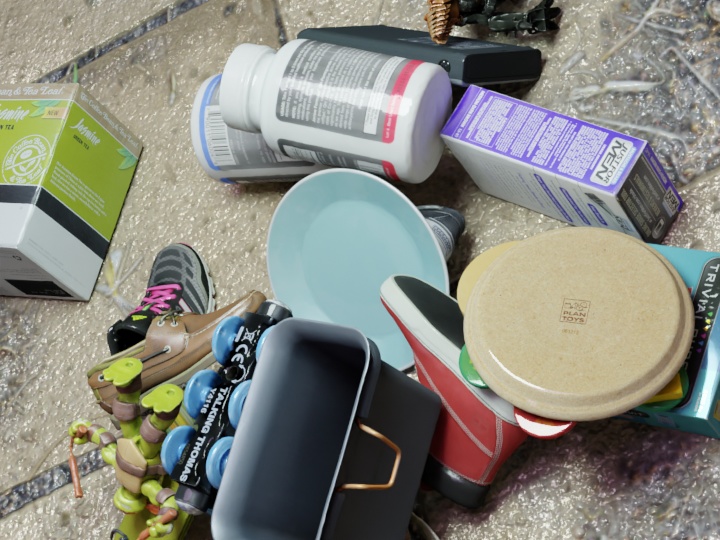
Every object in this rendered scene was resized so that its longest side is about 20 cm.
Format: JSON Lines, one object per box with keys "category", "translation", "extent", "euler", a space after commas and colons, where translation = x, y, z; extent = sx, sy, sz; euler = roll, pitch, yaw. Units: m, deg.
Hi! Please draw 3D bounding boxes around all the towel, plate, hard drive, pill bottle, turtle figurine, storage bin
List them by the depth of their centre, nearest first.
{"category": "storage bin", "translation": [-0.010, 0.157, 1.529], "extent": [0.145, 0.134, 0.201], "euler": [7, 77, 43]}
{"category": "turtle figurine", "translation": [-0.196, 0.171, 1.671], "extent": [0.200, 0.064, 0.162], "euler": [42, 133, 38]}
{"category": "pill bottle", "translation": [-0.025, -0.152, 1.697], "extent": [0.199, 0.111, 0.111], "euler": [13, 70, 20]}
{"category": "towel", "translation": [-0.178, 0.211, 1.710], "extent": [0.086, 0.018, 0.201], "euler": [48, 120, 43]}
{"category": "plate", "translation": [0.000, 0.000, 1.710], "extent": [0.199, 0.026, 0.201], "euler": [12, 114, 29]}
{"category": "hard drive", "translation": [0.056, -0.212, 1.795], "extent": [0.199, 0.139, 0.033], "euler": [14, 106, 35]}
{"category": "pill bottle", "translation": [-0.059, -0.146, 1.835], "extent": [0.199, 0.114, 0.114], "euler": [0, 63, 29]}

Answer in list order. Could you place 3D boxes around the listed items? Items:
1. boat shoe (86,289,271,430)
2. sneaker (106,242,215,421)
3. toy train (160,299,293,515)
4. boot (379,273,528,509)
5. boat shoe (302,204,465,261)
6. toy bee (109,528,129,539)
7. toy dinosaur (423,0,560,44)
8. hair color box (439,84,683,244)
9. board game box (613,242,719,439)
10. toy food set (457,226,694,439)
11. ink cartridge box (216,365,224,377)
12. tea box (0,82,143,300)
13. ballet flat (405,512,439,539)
{"category": "boat shoe", "translation": [-0.171, 0.070, 1.707], "extent": [0.200, 0.072, 0.068], "euler": [-36, 90, 14]}
{"category": "sneaker", "translation": [-0.202, 0.054, 1.821], "extent": [0.073, 0.087, 0.201], "euler": [-4, 62, 28]}
{"category": "toy train", "translation": [-0.094, 0.128, 1.604], "extent": [0.086, 0.114, 0.201], "euler": [9, 69, 42]}
{"category": "boot", "translation": [0.061, 0.109, 1.622], "extent": [0.200, 0.072, 0.145], "euler": [49, 124, 33]}
{"category": "boat shoe", "translation": [0.011, -0.022, 1.758], "extent": [0.199, 0.072, 0.068], "euler": [-16, 21, 38]}
{"category": "toy bee", "translation": [-0.228, 0.341, 1.661], "extent": [0.200, 0.108, 0.131], "euler": [37, 130, 47]}
{"category": "toy dinosaur", "translation": [0.117, -0.269, 1.804], "extent": [0.135, 0.102, 0.201], "euler": [2, 54, 27]}
{"category": "hair color box", "translation": [0.181, -0.093, 1.667], "extent": [0.200, 0.109, 0.065], "euler": [25, 76, 37]}
{"category": "board game box", "translation": [0.236, 0.052, 1.593], "extent": [0.199, 0.047, 0.152], "euler": [8, 68, 34]}
{"category": "toy food set", "translation": [0.179, 0.048, 1.540], "extent": [0.199, 0.049, 0.199], "euler": [-7, 53, 5]}
{"category": "ink cartridge box", "translation": [-0.058, 0.155, 1.687], "extent": [0.137, 0.076, 0.200], "euler": [-48, 49, -1]}
{"category": "tea box", "translation": [-0.370, -0.086, 1.969], "extent": [0.199, 0.134, 0.198], "euler": [2, 64, 31]}
{"category": "ballet flat", "translation": [0.052, 0.270, 1.569], "extent": [0.067, 0.068, 0.201], "euler": [-15, 56, -12]}
